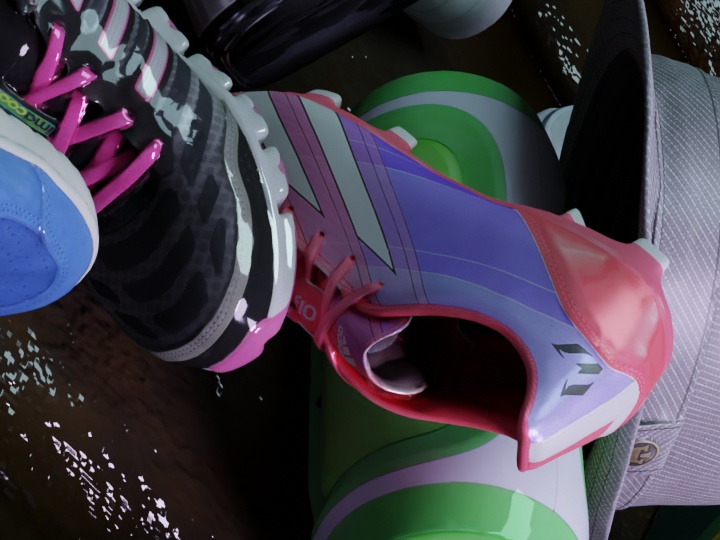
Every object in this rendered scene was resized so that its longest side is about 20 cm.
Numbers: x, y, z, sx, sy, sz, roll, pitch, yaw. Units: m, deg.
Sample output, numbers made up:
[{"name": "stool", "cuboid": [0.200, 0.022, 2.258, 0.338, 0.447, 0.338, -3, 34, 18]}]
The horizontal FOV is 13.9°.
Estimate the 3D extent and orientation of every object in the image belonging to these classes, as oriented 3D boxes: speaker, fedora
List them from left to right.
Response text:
[{"name": "speaker", "cuboid": [0.027, 0.030, 0.936, 0.088, 0.088, 0.201, 38, 34, -31]}, {"name": "fedora", "cuboid": [0.114, 0.005, 0.978, 0.090, 0.201, 0.177, 7, 35, -7]}]

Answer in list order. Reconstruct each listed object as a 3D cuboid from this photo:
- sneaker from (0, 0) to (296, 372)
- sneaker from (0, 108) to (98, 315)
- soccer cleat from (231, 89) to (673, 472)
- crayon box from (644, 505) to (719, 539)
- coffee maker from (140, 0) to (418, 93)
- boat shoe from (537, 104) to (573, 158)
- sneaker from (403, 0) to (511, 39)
[{"name": "sneaker", "cuboid": [-0.092, -0.056, 0.854, 0.087, 0.074, 0.201, -7, 65, -56]}, {"name": "sneaker", "cuboid": [-0.140, 0.005, 0.706, 0.199, 0.077, 0.112, 21, 39, -42]}, {"name": "soccer cleat", "cuboid": [0.000, 0.000, 0.864, 0.076, 0.199, 0.067, -38, 136, -36]}, {"name": "crayon box", "cuboid": [0.137, 0.160, 1.016, 0.126, 0.051, 0.200, 53, 29, -7]}, {"name": "coffee maker", "cuboid": [-0.042, -0.171, 0.974, 0.201, 0.134, 0.192, 61, 24, 2]}, {"name": "boat shoe", "cuboid": [0.126, -0.045, 1.186, 0.200, 0.065, 0.074, -11, 71, -60]}, {"name": "sneaker", "cuboid": [-0.005, -0.194, 1.122, 0.115, 0.073, 0.201, 20, 47, -52]}]
